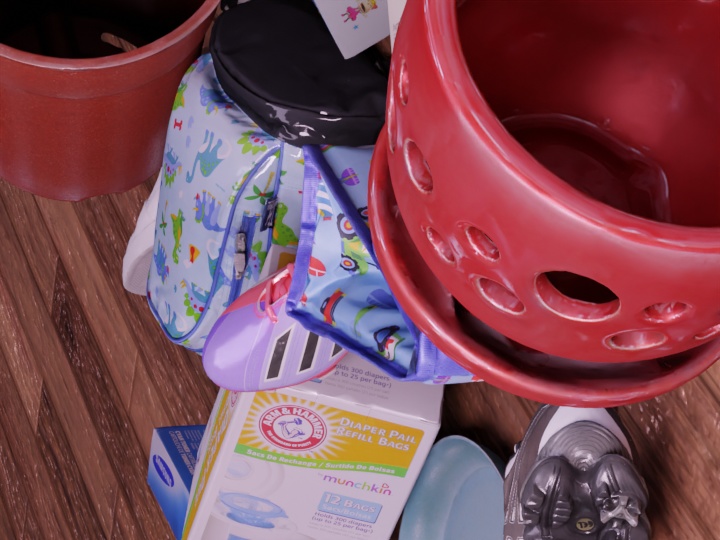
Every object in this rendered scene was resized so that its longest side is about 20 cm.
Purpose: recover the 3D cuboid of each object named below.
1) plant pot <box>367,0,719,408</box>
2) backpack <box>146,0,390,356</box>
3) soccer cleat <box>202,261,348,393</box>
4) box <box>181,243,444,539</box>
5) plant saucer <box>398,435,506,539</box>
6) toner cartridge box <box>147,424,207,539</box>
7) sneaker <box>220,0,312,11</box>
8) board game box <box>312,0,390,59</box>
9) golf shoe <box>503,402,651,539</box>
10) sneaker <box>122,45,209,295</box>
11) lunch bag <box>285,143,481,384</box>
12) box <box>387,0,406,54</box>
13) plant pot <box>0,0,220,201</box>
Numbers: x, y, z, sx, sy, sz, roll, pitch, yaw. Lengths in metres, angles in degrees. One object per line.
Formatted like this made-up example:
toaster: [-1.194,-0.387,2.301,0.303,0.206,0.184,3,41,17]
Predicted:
plant pot: [0.100,-0.055,1.178,0.183,0.199,0.201,120,144,-60]
backpack: [-0.055,-0.038,1.716,0.163,0.153,0.201,-129,29,-49]
soccer cleat: [0.000,0.000,1.478,0.076,0.199,0.067,49,-158,-54]
box: [-0.028,0.096,1.624,0.200,0.112,0.102,112,170,-46]
plant saucer: [0.065,0.188,1.531,0.200,0.027,0.201,180,90,-70]
toner cartridge box: [-0.061,0.160,1.778,0.200,0.095,0.043,-127,41,-57]
sneaker: [-0.083,-0.200,1.843,0.074,0.080,0.201,119,143,-50]
board game box: [-0.040,-0.239,1.607,0.200,0.064,0.148,61,180,41]
golf shoe: [0.102,0.133,1.368,0.095,0.077,0.200,-90,7,-46]
sneaker: [-0.111,-0.072,1.948,0.200,0.073,0.116,-48,44,48]
lunch bag: [0.069,0.013,1.330,0.200,0.150,0.094,-134,46,-62]
box: [0.054,-0.171,1.482,0.082,0.068,0.201,156,112,-68]
plant pot: [-0.178,-0.154,1.795,0.196,0.200,0.201,99,161,-59]
